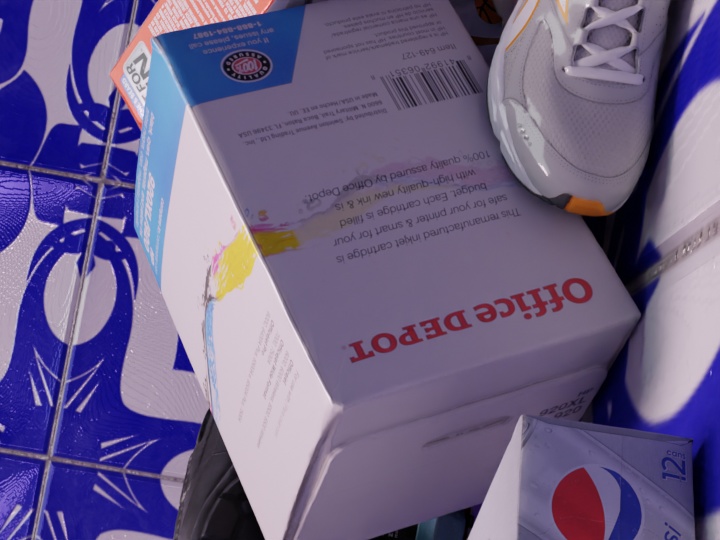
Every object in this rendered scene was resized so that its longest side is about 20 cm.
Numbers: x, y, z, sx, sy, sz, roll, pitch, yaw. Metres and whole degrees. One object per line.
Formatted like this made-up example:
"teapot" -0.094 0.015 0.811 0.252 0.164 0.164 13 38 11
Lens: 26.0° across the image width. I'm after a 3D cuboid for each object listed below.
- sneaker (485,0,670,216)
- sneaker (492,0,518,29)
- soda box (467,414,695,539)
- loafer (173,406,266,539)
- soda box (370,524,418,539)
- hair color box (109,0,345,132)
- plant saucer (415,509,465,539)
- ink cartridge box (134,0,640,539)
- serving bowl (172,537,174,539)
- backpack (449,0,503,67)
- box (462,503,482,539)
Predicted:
"sneaker" 0.103 -0.124 0.662 0.092 0.075 0.202 118 161 -67
"sneaker" 0.105 -0.115 0.773 0.087 0.074 0.203 173 105 -69
"soda box" 0.067 0.136 0.584 0.201 0.063 0.069 103 175 -54
"loafer" -0.053 0.107 0.760 0.070 0.068 0.202 -37 29 45
"soda box" 0.007 0.144 0.944 0.071 0.062 0.203 104 175 -81
"hair color box" -0.021 -0.139 0.750 0.200 0.110 0.064 -47 63 34
"plant saucer" 0.028 0.205 0.802 0.070 0.019 0.203 -97 15 -78
"ink cartridge box" 0.000 0.000 0.709 0.201 0.146 0.145 63 154 28
"serving bowl" -0.044 0.219 0.858 0.199 0.065 0.203 -21 63 48
"backpack" 0.037 -0.131 0.904 0.155 0.199 0.190 60 166 -14
"box" 0.055 0.190 0.858 0.200 0.039 0.139 116 163 -79
